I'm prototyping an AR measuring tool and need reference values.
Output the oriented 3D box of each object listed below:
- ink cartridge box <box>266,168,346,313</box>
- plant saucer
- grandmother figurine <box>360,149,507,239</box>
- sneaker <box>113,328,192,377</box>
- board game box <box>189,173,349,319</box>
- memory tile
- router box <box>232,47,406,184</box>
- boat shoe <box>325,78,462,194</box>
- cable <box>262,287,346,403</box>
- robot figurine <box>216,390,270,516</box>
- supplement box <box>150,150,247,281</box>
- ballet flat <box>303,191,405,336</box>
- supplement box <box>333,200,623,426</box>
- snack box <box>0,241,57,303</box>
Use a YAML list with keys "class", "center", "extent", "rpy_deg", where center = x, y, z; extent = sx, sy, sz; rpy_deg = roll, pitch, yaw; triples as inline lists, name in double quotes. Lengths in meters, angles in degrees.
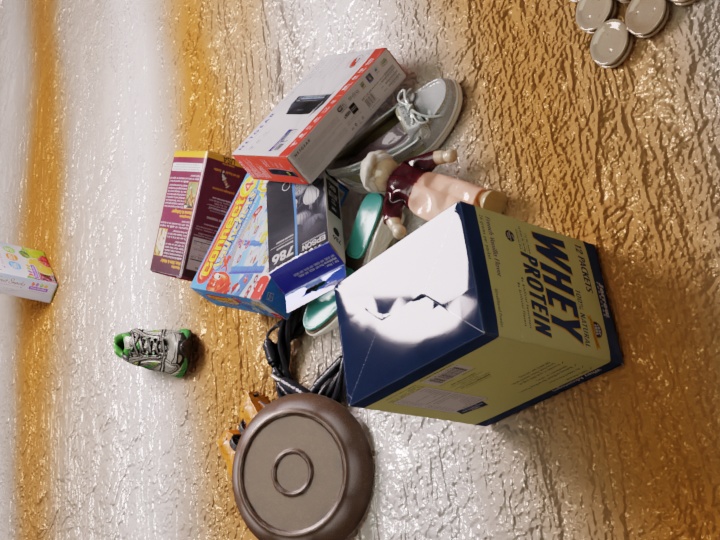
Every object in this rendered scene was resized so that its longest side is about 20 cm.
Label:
- class: "ink cartridge box"
  center: [-0.071, -0.052, 1.326]
  extent: [0.099, 0.039, 0.202]
  rpy_deg: [-28, 48, 24]
- class: "plant saucer"
  center: [-0.080, 0.253, 1.298]
  extent: [0.198, 0.032, 0.203]
  rpy_deg: [-6, 76, 22]
- class: "grandmother figurine"
  center: [0.071, -0.090, 1.227]
  extent: [0.199, 0.061, 0.122]
  rpy_deg: [30, 73, 40]
- class: "sneaker"
  center: [-0.339, 0.132, 1.698]
  extent: [0.199, 0.085, 0.079]
  rpy_deg: [-9, 72, 50]
- class: "board game box"
  center: [-0.130, -0.042, 1.460]
  extent: [0.195, 0.056, 0.202]
  rpy_deg: [6, 67, 52]
- class: "memory tile"
  center: [0.279, -0.325, 1.100]
  extent: [0.153, 0.017, 0.202]
  rpy_deg: [-41, 51, 38]
- class: "router box"
  center: [-0.058, -0.203, 1.375]
  extent: [0.200, 0.049, 0.179]
  rpy_deg: [-50, 27, -16]
- class: "boat shoe"
  center: [0.043, -0.172, 1.307]
  extent: [0.201, 0.064, 0.075]
  rpy_deg: [-35, 53, 30]
- class: "cable"
  center: [-0.063, 0.111, 1.379]
  extent: [0.199, 0.050, 0.165]
  rpy_deg: [-29, 57, 43]
- class: "robot figurine"
  center: [-0.119, 0.263, 1.388]
  extent: [0.146, 0.058, 0.200]
  rpy_deg: [-58, 48, 23]
- class: "supplement box"
  center: [-0.255, -0.083, 1.654]
  extent: [0.110, 0.085, 0.203]
  rpy_deg: [8, 86, 52]
- class: "ballet flat"
  center: [0.000, 0.000, 1.306]
  extent: [0.069, 0.069, 0.202]
  rpy_deg: [26, 89, 52]
- class: "supplement box"
  center: [0.114, 0.054, 1.044]
  extent: [0.199, 0.198, 0.136]
  rpy_deg: [-33, 55, 42]
- class: "snack box"
  center: [-0.744, -0.006, 2.166]
  extent: [0.142, 0.198, 0.053]
  rpy_deg: [47, 115, 48]
